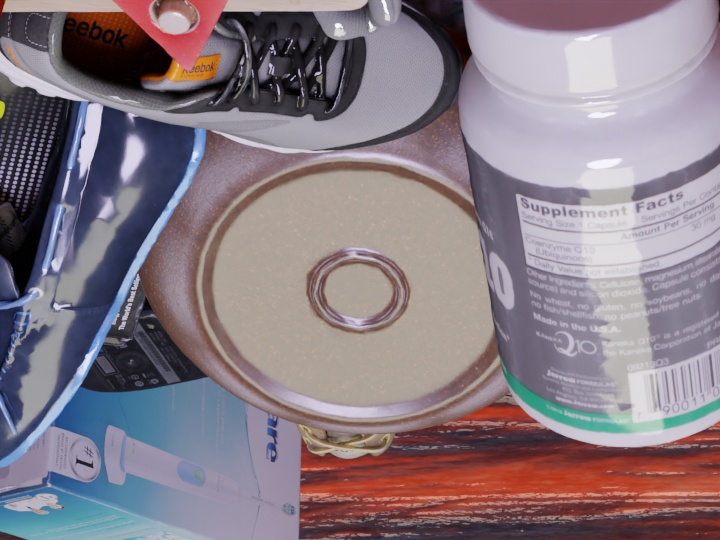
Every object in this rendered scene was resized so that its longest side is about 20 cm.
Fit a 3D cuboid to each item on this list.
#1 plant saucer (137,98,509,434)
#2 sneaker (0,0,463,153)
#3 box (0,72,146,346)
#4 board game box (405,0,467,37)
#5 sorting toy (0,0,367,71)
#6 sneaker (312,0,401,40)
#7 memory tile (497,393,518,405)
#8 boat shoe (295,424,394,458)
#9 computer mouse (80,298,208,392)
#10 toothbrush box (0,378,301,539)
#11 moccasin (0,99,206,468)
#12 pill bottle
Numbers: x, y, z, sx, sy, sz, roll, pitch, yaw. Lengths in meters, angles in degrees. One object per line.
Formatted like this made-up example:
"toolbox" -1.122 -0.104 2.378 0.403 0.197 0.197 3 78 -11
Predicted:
"plant saucer" 0.000 0.000 1.284 0.200 0.037 0.201 2 125 3
"sneaker" -0.050 -0.081 1.171 0.200 0.074 0.079 6 -167 -23
"box" -0.171 -0.058 1.282 0.193 0.048 0.200 6 132 -19
"board game box" 0.105 -0.125 1.236 0.200 0.026 0.200 19 153 -40
"sorting toy" -0.111 -0.147 1.014 0.200 0.070 0.199 1 140 12
"sneaker" -0.036 -0.151 1.098 0.075 0.081 0.200 -10 155 31
"memory tile" 0.126 0.057 1.408 0.153 0.017 0.200 7 175 -29
"boat shoe" -0.004 0.067 1.598 0.074 0.066 0.200 -1 180 9
"computer mouse" -0.052 0.019 1.391 0.200 0.034 0.059 -10 140 16
"toothbrush box" -0.123 0.075 1.598 0.085 0.147 0.200 -15 155 36
"moccasin" -0.135 -0.009 1.264 0.068 0.080 0.200 20 112 -23
"pill bottle" 0.099 -0.038 1.177 0.113 0.113 0.200 -3 129 10
